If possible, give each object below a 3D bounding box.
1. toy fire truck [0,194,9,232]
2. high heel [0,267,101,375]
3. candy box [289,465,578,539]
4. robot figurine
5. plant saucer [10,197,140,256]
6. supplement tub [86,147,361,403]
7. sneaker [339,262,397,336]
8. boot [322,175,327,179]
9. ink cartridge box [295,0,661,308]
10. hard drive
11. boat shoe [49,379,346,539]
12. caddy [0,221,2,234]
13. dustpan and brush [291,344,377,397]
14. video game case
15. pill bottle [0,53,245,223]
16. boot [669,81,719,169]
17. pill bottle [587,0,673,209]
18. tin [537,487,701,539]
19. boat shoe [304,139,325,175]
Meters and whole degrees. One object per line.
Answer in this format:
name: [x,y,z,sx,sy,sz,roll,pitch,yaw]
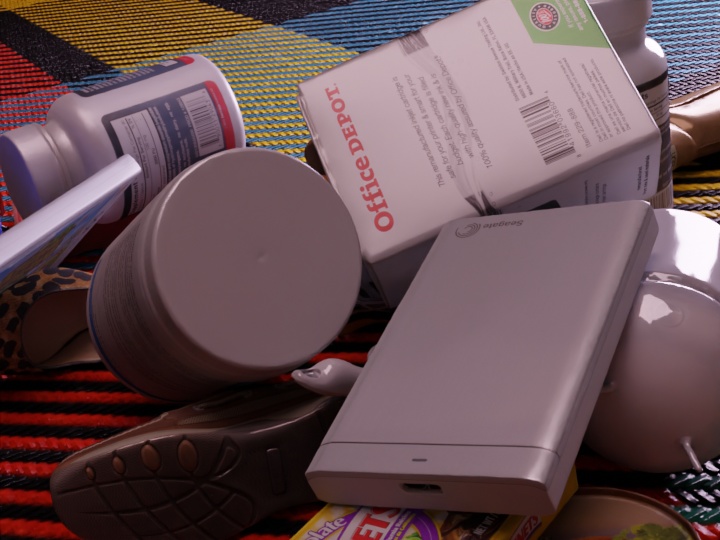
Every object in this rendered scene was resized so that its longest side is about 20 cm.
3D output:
toy fire truck: [-0.419,-0.067,1.045,0.127,0.202,0.176,4,28,28]
high heel: [-0.194,0.046,0.872,0.198,0.072,0.142,-21,27,-30]
candy box: [0.013,0.138,0.558,0.101,0.027,0.200,4,27,37]
robot figurine: [0.174,0.039,0.692,0.168,0.114,0.200,24,31,6]
plant saucer: [-0.243,-0.071,1.186,0.197,0.037,0.200,-16,24,-13]
supplement tub: [-0.093,0.011,0.751,0.131,0.133,0.200,-22,-1,-25]
sneaker: [0.000,0.000,0.864,0.197,0.078,0.079,-4,52,16]
boot: [-0.091,-0.044,1.016,0.199,0.078,0.154,-25,30,-36]
ink cartridge box: [0.075,-0.087,0.785,0.198,0.084,0.147,-23,65,2]
hard drive: [0.068,0.039,0.620,0.131,0.027,0.201,-5,37,34]
boat shoe: [-0.081,0.109,0.698,0.198,0.077,0.072,-8,19,-18]
caddy: [-0.377,-0.017,0.932,0.141,0.105,0.200,43,67,8]
dustpan and brush: [0.038,0.060,0.711,0.199,0.058,0.139,20,8,-46]
video game case: [-0.274,0.003,0.931,0.182,0.022,0.200,-41,4,36]
pill bottle: [-0.215,-0.111,1.073,0.199,0.121,0.119,-24,28,-29]
boot: [0.291,-0.144,1.113,0.198,0.067,0.175,-21,39,-22]
pill bottle: [0.180,-0.116,0.920,0.115,0.202,0.117,-8,23,3]
tin: [0.066,0.153,0.579,0.197,0.042,0.112,-4,29,15]
boat shoe: [0.020,-0.117,1.093,0.064,0.072,0.199,-41,17,-31]
